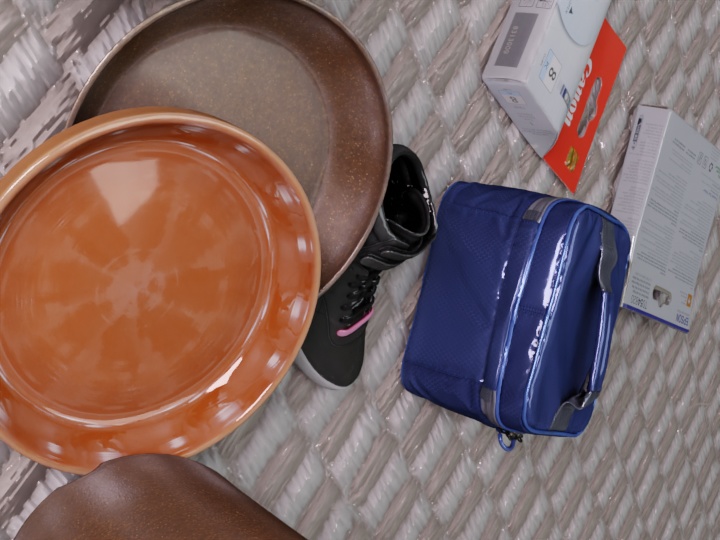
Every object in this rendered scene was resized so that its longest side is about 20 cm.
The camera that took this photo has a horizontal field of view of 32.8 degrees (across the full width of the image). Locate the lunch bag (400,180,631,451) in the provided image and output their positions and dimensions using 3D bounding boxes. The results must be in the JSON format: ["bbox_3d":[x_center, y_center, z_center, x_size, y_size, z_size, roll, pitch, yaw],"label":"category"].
[{"bbox_3d":[0.129,0.039,0.946,0.136,0.132,0.201,14,88,-55],"label":"lunch bag"}]

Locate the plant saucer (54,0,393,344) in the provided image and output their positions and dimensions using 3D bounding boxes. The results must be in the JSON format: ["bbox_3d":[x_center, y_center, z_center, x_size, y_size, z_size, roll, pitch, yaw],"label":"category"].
[{"bbox_3d":[-0.075,-0.058,0.668,0.200,0.037,0.201,-15,120,-27],"label":"plant saucer"}]

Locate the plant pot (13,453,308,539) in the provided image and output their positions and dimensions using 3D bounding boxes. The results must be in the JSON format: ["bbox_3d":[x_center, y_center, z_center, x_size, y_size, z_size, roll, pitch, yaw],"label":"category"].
[{"bbox_3d":[-0.079,0.195,0.588,0.199,0.198,0.201,-9,109,-28],"label":"plant pot"}]

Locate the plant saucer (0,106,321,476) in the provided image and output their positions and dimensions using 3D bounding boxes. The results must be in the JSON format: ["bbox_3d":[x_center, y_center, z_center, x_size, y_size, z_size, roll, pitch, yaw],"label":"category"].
[{"bbox_3d":[-0.114,0.012,0.634,0.199,0.032,0.201,-15,119,-28],"label":"plant saucer"}]

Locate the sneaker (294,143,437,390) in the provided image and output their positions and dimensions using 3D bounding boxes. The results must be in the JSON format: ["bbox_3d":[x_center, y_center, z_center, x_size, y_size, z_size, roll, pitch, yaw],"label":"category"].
[{"bbox_3d":[0.000,0.000,0.782,0.071,0.099,0.201,-38,131,-45],"label":"sneaker"}]

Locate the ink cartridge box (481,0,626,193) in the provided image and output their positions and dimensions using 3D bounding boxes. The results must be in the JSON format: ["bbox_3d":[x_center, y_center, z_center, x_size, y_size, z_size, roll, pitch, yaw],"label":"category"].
[{"bbox_3d":[0.186,-0.176,1.034,0.200,0.047,0.161,40,67,-50],"label":"ink cartridge box"}]

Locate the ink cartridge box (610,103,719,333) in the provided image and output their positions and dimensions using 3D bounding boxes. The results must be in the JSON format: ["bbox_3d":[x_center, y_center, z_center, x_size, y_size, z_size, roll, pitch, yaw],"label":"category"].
[{"bbox_3d":[0.311,-0.047,1.255,0.199,0.040,0.201,19,85,-55],"label":"ink cartridge box"}]
